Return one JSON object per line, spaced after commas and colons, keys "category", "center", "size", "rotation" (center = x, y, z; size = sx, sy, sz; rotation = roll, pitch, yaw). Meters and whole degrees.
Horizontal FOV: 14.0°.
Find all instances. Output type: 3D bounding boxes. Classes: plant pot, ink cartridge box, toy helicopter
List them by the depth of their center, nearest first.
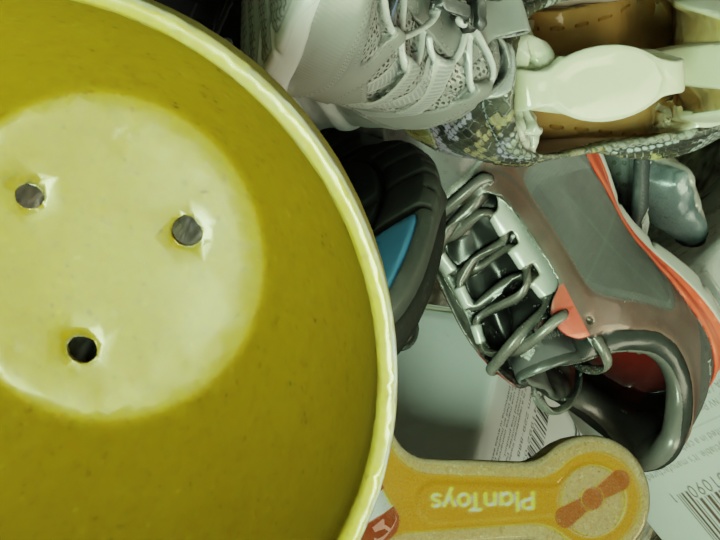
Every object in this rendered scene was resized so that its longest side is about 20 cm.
{"category": "plant pot", "center": [-0.084, 0.009, 0.801], "size": [0.142, 0.199, 0.201], "rotation": [-68, -177, -76]}
{"category": "toy helicopter", "center": [0.006, 0.091, 1.030], "size": [0.079, 0.199, 0.133], "rotation": [161, -71, -75]}
{"category": "ink cartridge box", "center": [0.032, 0.117, 1.181], "size": [0.200, 0.084, 0.147], "rotation": [54, 47, -60]}

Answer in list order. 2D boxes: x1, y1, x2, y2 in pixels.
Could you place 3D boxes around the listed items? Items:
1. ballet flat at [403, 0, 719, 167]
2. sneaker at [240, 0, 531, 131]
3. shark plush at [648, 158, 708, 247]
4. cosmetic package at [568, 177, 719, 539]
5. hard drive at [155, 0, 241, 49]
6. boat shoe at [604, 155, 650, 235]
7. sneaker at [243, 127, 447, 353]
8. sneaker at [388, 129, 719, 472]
{"category": "ballet flat", "center": [0.101, -0.070, 1.030], "size": [0.200, 0.072, 0.072], "rotation": [-10, 127, -40]}
{"category": "sneaker", "center": [0.009, -0.082, 0.863], "size": [0.200, 0.082, 0.075], "rotation": [20, 71, -84]}
{"category": "shark plush", "center": [0.084, -0.068, 1.154], "size": [0.083, 0.091, 0.200], "rotation": [-18, 148, -7]}
{"category": "cosmetic package", "center": [0.217, 0.025, 1.290], "size": [0.200, 0.165, 0.165], "rotation": [-41, -176, -30]}
{"category": "hard drive", "center": [-0.077, -0.124, 0.864], "size": [0.200, 0.038, 0.140], "rotation": [1, 117, -59]}
{"category": "boat shoe", "center": [0.080, -0.070, 1.098], "size": [0.060, 0.075, 0.201], "rotation": [-87, 167, -52]}
{"category": "sneaker", "center": [0.000, 0.000, 0.955], "size": [0.073, 0.200, 0.082], "rotation": [-18, 109, 5]}
{"category": "sneaker", "center": [0.061, -0.003, 1.062], "size": [0.077, 0.200, 0.082], "rotation": [-36, -156, 34]}
